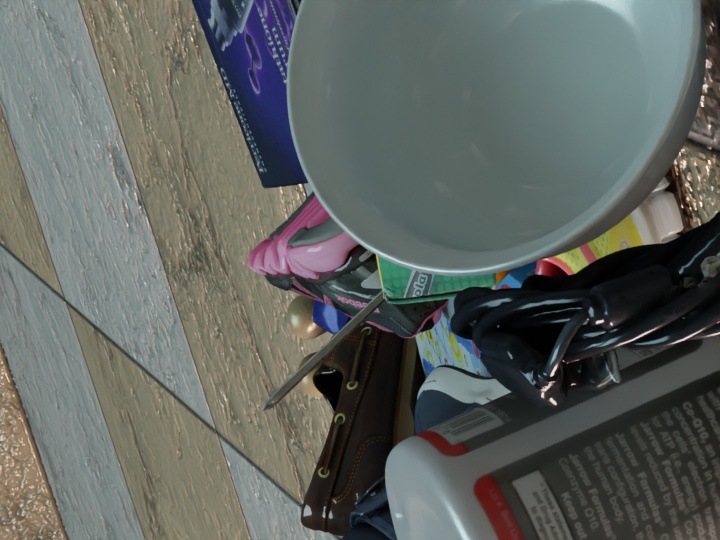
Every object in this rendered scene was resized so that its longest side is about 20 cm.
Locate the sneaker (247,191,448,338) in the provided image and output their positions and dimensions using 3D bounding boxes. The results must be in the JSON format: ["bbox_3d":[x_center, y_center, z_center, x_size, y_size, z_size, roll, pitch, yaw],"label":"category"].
[{"bbox_3d":[0.000,0.000,1.598,0.095,0.079,0.200,43,177,-9],"label":"sneaker"}]

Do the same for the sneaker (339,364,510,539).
[{"bbox_3d":[0.031,0.124,1.474,0.077,0.146,0.202,41,171,-5],"label":"sneaker"}]

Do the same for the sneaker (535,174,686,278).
[{"bbox_3d":[0.116,0.038,1.412,0.078,0.090,0.201,34,145,61],"label":"sneaker"}]

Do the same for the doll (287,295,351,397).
[{"bbox_3d":[0.017,0.059,1.854,0.200,0.048,0.137,7,108,66],"label":"doll"}]

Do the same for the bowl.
[{"bbox_3d":[0.074,-0.087,1.287,0.090,0.201,0.201,23,-147,-58],"label":"bowl"}]

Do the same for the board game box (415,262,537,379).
[{"bbox_3d":[0.090,0.051,1.581,0.196,0.056,0.201,42,150,59],"label":"board game box"}]

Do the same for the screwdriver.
[{"bbox_3d":[0.020,0.000,1.499,0.029,0.200,0.028,49,176,30],"label":"screwdriver"}]

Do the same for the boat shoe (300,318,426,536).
[{"bbox_3d":[0.006,0.064,1.697,0.071,0.070,0.200,80,-165,-51],"label":"boat shoe"}]

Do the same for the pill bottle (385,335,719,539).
[{"bbox_3d":[0.122,0.089,1.254,0.114,0.199,0.114,58,162,31],"label":"pill bottle"}]

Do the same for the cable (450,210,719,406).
[{"bbox_3d":[0.120,0.001,1.218,0.051,0.163,0.200,64,173,-4],"label":"cable"}]

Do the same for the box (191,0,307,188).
[{"bbox_3d":[-0.009,-0.131,1.582,0.148,0.104,0.200,69,164,-4],"label":"box"}]

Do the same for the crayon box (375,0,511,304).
[{"bbox_3d":[0.036,-0.094,1.411,0.119,0.058,0.201,-37,-61,-73],"label":"crayon box"}]
